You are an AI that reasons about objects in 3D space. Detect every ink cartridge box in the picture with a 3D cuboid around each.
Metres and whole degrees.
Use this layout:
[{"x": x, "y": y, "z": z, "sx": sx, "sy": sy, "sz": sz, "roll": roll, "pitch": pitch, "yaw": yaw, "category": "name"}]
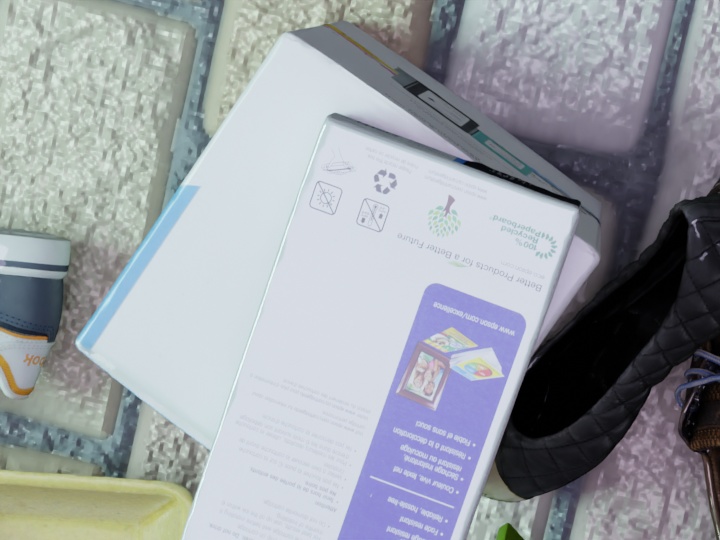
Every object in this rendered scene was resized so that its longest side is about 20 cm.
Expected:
[{"x": 0.002, "y": 0.054, "z": 0.944, "sx": 0.099, "sy": 0.039, "sz": 0.201, "roll": 21, "pitch": 97, "yaw": 3, "category": "ink cartridge box"}, {"x": 0.000, "y": 0.000, "z": 1.058, "sx": 0.146, "sy": 0.200, "sz": 0.147, "roll": 35, "pitch": 98, "yaw": 1, "category": "ink cartridge box"}]

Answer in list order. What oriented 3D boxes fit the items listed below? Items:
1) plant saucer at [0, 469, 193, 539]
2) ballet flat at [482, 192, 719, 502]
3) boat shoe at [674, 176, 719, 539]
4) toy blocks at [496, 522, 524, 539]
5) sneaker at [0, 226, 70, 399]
[{"x": -0.173, "y": 0.182, "z": 1.171, "sx": 0.198, "sy": 0.048, "sz": 0.202, "roll": 4, "pitch": 97, "yaw": 4, "category": "plant saucer"}, {"x": 0.100, "y": 0.030, "z": 1.094, "sx": 0.057, "sy": 0.067, "sz": 0.200, "roll": 17, "pitch": 134, "yaw": -29, "category": "ballet flat"}, {"x": 0.173, "y": 0.055, "z": 1.103, "sx": 0.072, "sy": 0.072, "sz": 0.202, "roll": -7, "pitch": 99, "yaw": 46, "category": "boat shoe"}, {"x": 0.072, "y": 0.229, "z": 1.143, "sx": 0.136, "sy": 0.100, "sz": 0.200, "roll": -36, "pitch": 103, "yaw": 21, "category": "toy blocks"}, {"x": -0.229, "y": 0.012, "z": 1.139, "sx": 0.198, "sy": 0.078, "sz": 0.080, "roll": 8, "pitch": 94, "yaw": 3, "category": "sneaker"}]
